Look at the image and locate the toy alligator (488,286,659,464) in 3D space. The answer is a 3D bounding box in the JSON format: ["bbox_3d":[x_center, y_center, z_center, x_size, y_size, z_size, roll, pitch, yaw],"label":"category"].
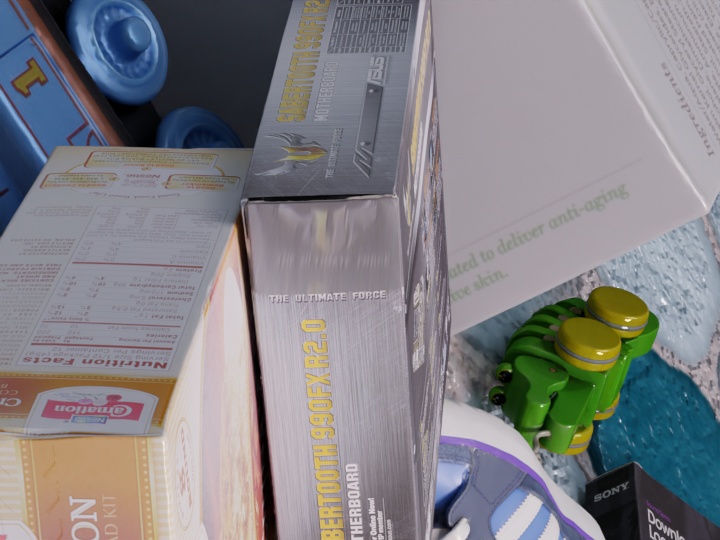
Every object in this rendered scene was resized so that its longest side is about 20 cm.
[{"bbox_3d":[0.086,0.052,1.014,0.054,0.060,0.200,24,29,16],"label":"toy alligator"}]

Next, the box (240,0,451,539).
[{"bbox_3d":[0.000,0.000,0.749,0.200,0.048,0.159,-82,168,-60],"label":"box"}]

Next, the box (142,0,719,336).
[{"bbox_3d":[0.038,-0.100,0.907,0.200,0.199,0.171,58,32,-10],"label":"box"}]

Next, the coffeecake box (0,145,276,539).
[{"bbox_3d":[-0.070,0.069,0.636,0.200,0.073,0.154,-78,168,-66],"label":"coffeecake box"}]

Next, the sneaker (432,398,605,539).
[{"bbox_3d":[0.050,0.147,0.860,0.200,0.080,0.147,37,36,-45],"label":"sneaker"}]

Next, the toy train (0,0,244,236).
[{"bbox_3d":[-0.120,-0.055,0.759,0.200,0.086,0.114,58,41,-13],"label":"toy train"}]

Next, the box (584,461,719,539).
[{"bbox_3d":[0.161,0.207,1.025,0.143,0.036,0.201,38,41,-37],"label":"box"}]
